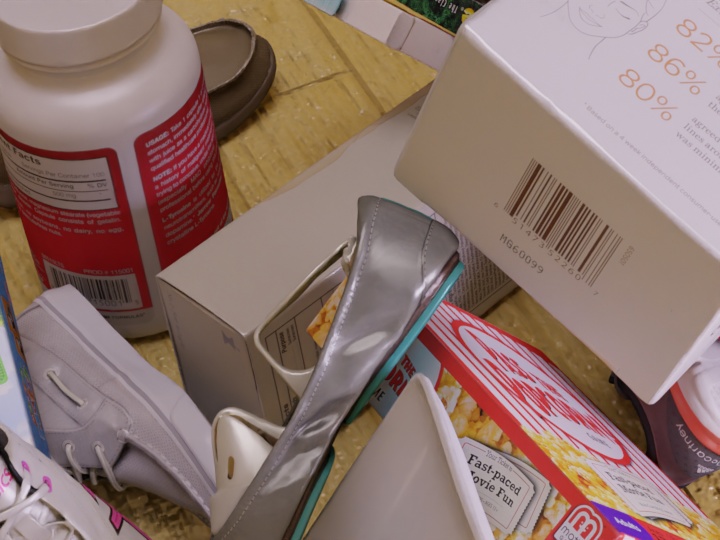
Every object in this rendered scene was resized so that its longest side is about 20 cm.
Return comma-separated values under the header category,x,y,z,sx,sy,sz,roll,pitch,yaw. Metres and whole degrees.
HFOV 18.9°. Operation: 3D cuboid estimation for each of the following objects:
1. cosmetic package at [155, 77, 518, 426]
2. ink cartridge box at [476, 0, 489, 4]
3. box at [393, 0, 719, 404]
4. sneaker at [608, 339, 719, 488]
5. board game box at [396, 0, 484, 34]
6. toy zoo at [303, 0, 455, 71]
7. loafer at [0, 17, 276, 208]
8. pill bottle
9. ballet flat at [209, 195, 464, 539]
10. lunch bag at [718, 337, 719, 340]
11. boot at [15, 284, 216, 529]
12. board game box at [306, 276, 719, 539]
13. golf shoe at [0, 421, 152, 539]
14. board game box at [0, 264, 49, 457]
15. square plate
category,x,y,z,sx,sy,sz,roll,pitch,yaw
cosmetic package,0.000,0.000,1.103,0.200,0.104,0.073,-35,48,-27
ink cartridge box,0.129,-0.136,1.156,0.200,0.196,0.044,31,97,42
box,0.141,-0.073,0.915,0.152,0.107,0.200,43,56,12
sneaker,0.143,0.019,1.069,0.077,0.082,0.201,21,44,-28
board game box,0.112,-0.105,1.146,0.105,0.199,0.024,31,98,40
toy zoo,0.049,-0.114,1.151,0.021,0.199,0.131,-62,26,7
loafer,-0.140,-0.101,1.256,0.199,0.068,0.076,-27,46,-18
pill bottle,-0.132,-0.071,1.126,0.111,0.201,0.113,-4,43,4
ballet flat,-0.028,0.060,0.919,0.063,0.067,0.201,30,89,-1
lunch bag,0.248,-0.023,1.049,0.199,0.082,0.177,22,45,-11
boot,-0.130,0.091,1.065,0.095,0.074,0.200,-39,46,-14
board game box,0.083,0.088,0.966,0.046,0.151,0.200,-52,49,10
golf shoe,-0.146,0.117,0.926,0.199,0.092,0.073,34,76,13
board game box,-0.224,0.091,1.017,0.150,0.037,0.201,-18,71,-1
square plate,0.012,0.179,0.877,0.028,0.199,0.201,13,35,-28
